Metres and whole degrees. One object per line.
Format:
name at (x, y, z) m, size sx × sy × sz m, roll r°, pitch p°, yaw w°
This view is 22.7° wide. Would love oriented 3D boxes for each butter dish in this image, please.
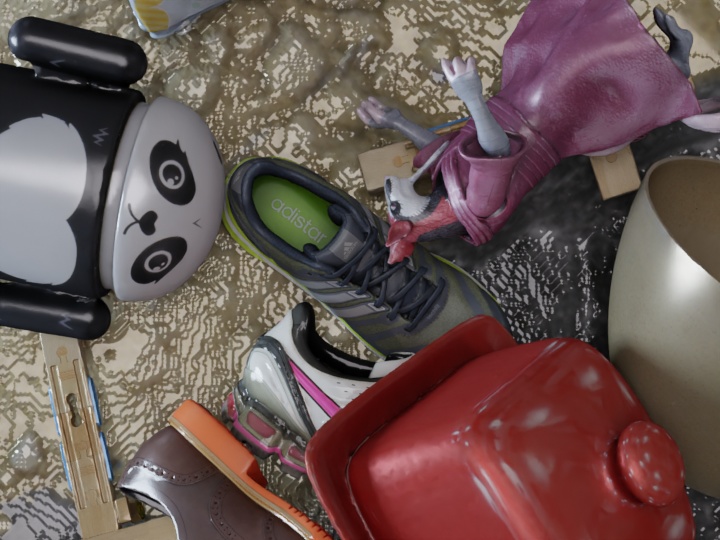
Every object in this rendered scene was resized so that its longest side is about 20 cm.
butter dish at (0.103, 0.118, 0.925) m, size 0.148 × 0.200 × 0.200 m, roll -31°, pitch 91°, yaw 42°

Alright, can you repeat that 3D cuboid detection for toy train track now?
toy train track at (-0.156, 0.125, 1.062) m, size 0.114 × 0.033 × 0.201 m, roll -15°, pitch 80°, yaw 7°
toy train track at (0.098, -0.084, 1.066) m, size 0.199 × 0.033 × 0.115 m, roll -17°, pitch 78°, yaw 6°

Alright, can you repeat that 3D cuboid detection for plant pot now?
plant pot at (0.216, 0.048, 0.995) m, size 0.199 × 0.200 × 0.135 m, roll 28°, pitch 116°, yaw 3°

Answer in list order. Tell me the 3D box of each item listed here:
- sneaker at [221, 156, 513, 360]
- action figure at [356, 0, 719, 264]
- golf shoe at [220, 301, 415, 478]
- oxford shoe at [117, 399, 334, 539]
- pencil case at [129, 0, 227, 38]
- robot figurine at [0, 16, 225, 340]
sneaker at (0.000, 0.000, 1.040) m, size 0.199 × 0.081 × 0.074 m, roll 31°, pitch 87°, yaw 3°
action figure at (0.089, -0.072, 1.004) m, size 0.149 × 0.134 × 0.200 m, roll 42°, pitch 89°, yaw -14°
golf shoe at (0.021, 0.098, 1.029) m, size 0.199 × 0.073 × 0.092 m, roll 31°, pitch 104°, yaw 2°
oxford shoe at (-0.054, 0.161, 0.989) m, size 0.072 × 0.071 × 0.200 m, roll -42°, pitch 61°, yaw -11°
pencil case at (-0.053, -0.208, 1.055) m, size 0.199 × 0.083 × 0.091 m, roll -21°, pitch 84°, yaw -1°
robot figurine at (-0.177, -0.051, 1.023) m, size 0.199 × 0.151 × 0.125 m, roll 11°, pitch 58°, yaw 2°
